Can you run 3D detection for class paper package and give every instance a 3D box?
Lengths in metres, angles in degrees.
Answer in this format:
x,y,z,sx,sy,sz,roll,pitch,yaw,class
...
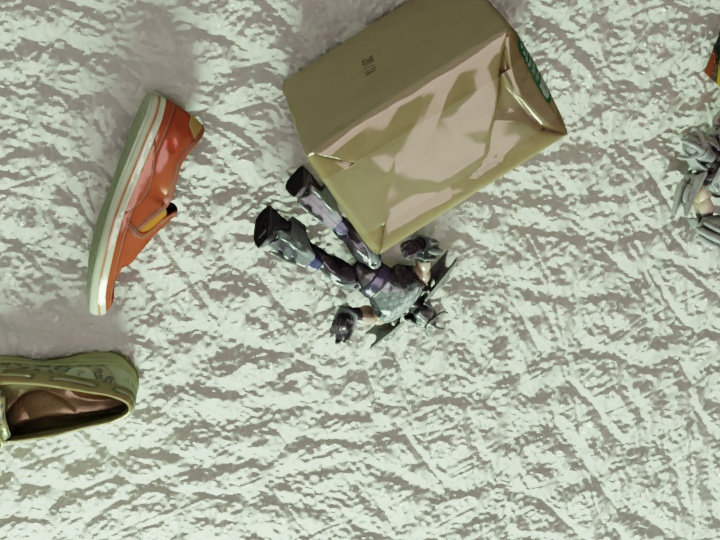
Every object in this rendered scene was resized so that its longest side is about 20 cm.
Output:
x,y,z,sx,sy,sz,roll,pitch,yaw,class
0.046,-0.133,1.308,0.190,0.200,0.104,-33,114,6,paper package

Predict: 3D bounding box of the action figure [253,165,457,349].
x,y,z,sx,sy,sz,roll,pitch,yaw,class
0.000,0.000,1.431,0.200,0.069,0.130,37,99,-23,action figure

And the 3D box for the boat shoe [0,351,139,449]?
x,y,z,sx,sy,sz,roll,pitch,yaw,class
-0.297,0.116,1.444,0.199,0.063,0.074,-11,115,-2,boat shoe

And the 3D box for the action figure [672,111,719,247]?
x,y,z,sx,sy,sz,roll,pitch,yaw,class
0.357,-0.069,1.434,0.200,0.069,0.130,30,100,-22,action figure

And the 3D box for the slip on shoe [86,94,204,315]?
x,y,z,sx,sy,sz,roll,pitch,yaw,class
-0.187,-0.049,1.386,0.061,0.074,0.201,19,105,-18,slip on shoe

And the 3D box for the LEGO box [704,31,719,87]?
x,y,z,sx,sy,sz,roll,pitch,yaw,class
0.372,-0.225,1.336,0.077,0.149,0.201,13,111,-12,LEGO box
